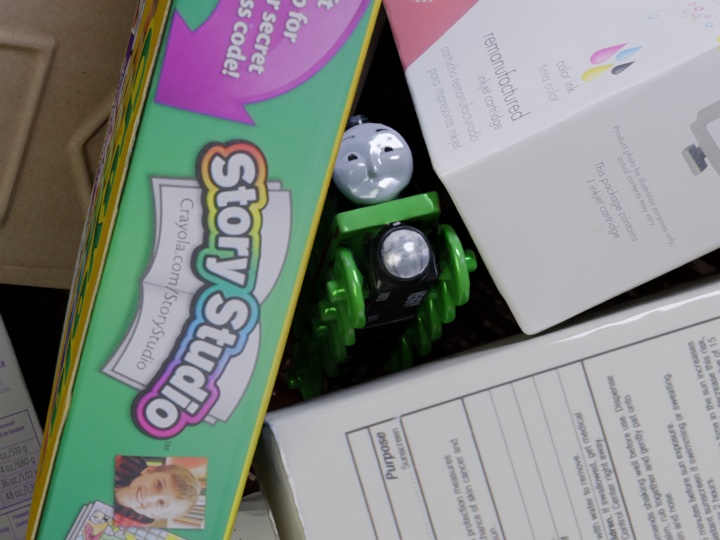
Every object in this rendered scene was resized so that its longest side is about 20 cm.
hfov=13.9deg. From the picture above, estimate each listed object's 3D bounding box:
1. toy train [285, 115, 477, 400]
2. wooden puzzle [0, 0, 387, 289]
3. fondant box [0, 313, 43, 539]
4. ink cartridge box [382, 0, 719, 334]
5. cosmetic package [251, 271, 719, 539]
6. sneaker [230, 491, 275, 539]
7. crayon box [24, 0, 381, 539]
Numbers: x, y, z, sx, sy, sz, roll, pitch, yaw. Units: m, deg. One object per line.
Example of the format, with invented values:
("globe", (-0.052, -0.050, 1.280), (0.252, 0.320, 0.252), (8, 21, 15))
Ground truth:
("toy train", (0.000, 0.000, 0.869), (0.041, 0.200, 0.057), (-13, 81, -8))
("wooden puzzle", (-0.091, -0.085, 0.911), (0.046, 0.199, 0.186), (48, 125, 54))
("fondant box", (-0.181, 0.023, 0.984), (0.144, 0.058, 0.201), (-24, 86, 50))
("ink cartridge box", (0.112, -0.078, 0.819), (0.199, 0.117, 0.068), (-25, 126, 7))
("cosmetic package", (0.076, 0.061, 0.842), (0.199, 0.087, 0.104), (-15, 90, -9))
("sneaker", (-0.080, 0.130, 0.959), (0.199, 0.100, 0.075), (-23, 86, 22))
("crayon box", (-0.044, -0.026, 0.827), (0.058, 0.173, 0.201), (14, 112, -6))
